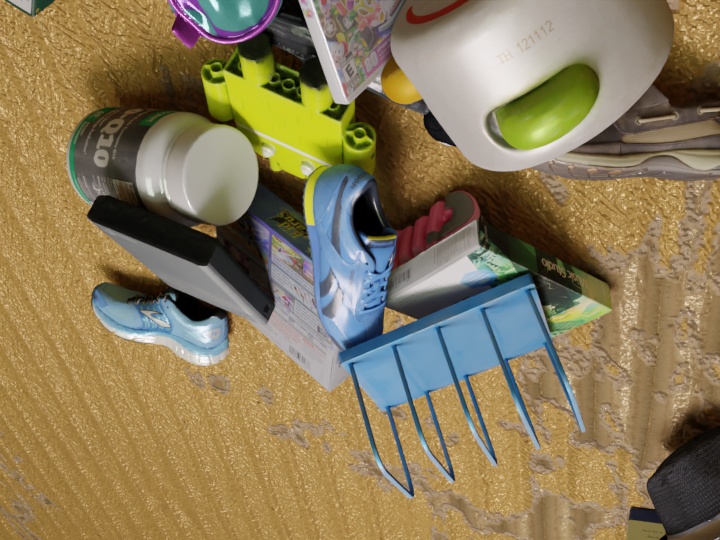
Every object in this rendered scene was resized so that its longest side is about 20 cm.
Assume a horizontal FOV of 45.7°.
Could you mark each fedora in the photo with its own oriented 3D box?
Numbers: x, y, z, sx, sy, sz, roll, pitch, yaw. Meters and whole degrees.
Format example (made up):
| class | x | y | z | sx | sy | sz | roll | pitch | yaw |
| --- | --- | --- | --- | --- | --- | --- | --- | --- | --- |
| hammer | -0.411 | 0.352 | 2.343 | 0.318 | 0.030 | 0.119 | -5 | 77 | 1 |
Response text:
| class | x | y | z | sx | sy | sz | roll | pitch | yaw |
| --- | --- | --- | --- | --- | --- | --- | --- | --- | --- |
| fedora | 0.388 | 0.232 | 0.938 | 0.092 | 0.199 | 0.201 | 56 | 139 | 15 |

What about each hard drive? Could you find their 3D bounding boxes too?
| class | x | y | z | sx | sy | sz | roll | pitch | yaw |
| --- | --- | --- | --- | --- | --- | --- | --- | --- | --- |
| hard drive | -0.176 | -0.007 | 0.879 | 0.138 | 0.033 | 0.200 | 21 | 166 | 17 |

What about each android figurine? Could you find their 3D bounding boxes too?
| class | x | y | z | sx | sy | sz | roll | pitch | yaw |
| --- | --- | --- | --- | --- | --- | --- | --- | --- | --- |
| android figurine | -0.066 | -0.141 | 0.813 | 0.180 | 0.041 | 0.201 | 26 | 159 | 7 |

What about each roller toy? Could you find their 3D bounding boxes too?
| class | x | y | z | sx | sy | sz | roll | pitch | yaw |
| --- | --- | --- | --- | --- | --- | --- | --- | --- | --- |
| roller toy | 0.118 | -0.181 | 0.625 | 0.140 | 0.183 | 0.199 | 47 | 168 | -24 |

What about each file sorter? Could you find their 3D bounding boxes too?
| class | x | y | z | sx | sy | sz | roll | pitch | yaw |
| --- | --- | --- | --- | --- | --- | --- | --- | --- | --- |
| file sorter | 0.103 | 0.120 | 0.829 | 0.197 | 0.124 | 0.139 | -23 | 146 | 8 |

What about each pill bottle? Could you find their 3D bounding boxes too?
| class | x | y | z | sx | sy | sz | roll | pitch | yaw |
| --- | --- | --- | --- | --- | --- | --- | --- | --- | --- |
| pill bottle | -0.202 | -0.106 | 0.871 | 0.198 | 0.113 | 0.114 | 12 | 139 | 40 |

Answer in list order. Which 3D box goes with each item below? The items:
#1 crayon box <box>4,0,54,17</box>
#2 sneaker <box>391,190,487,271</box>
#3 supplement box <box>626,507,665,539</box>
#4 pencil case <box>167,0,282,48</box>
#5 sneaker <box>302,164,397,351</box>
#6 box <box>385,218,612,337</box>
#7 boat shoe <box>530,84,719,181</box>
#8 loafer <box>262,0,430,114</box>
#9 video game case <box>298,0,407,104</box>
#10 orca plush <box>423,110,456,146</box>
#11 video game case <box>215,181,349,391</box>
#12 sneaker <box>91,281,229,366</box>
| class | x | y | z | sx | sy | sz | roll | pitch | yaw |
| --- | --- | --- | --- | --- | --- | --- | --- | --- | --- |
| crayon box | -0.214 | -0.325 | 0.653 | 0.058 | 0.173 | 0.201 | 30 | 138 | 0 |
| sneaker | 0.069 | -0.006 | 0.908 | 0.095 | 0.080 | 0.199 | 33 | 142 | -30 |
| supplement box | 0.425 | 0.428 | 1.051 | 0.197 | 0.201 | 0.136 | 0 | 132 | 25 |
| pencil case | -0.109 | -0.255 | 0.652 | 0.092 | 0.202 | 0.085 | -33 | 130 | 18 |
| sneaker | 0.000 | 0.000 | 0.802 | 0.078 | 0.066 | 0.203 | 15 | 123 | 42 |
| box | 0.138 | 0.024 | 0.866 | 0.198 | 0.037 | 0.144 | 20 | 145 | -34 |
| boat shoe | 0.221 | -0.113 | 0.696 | 0.196 | 0.075 | 0.074 | 1 | 179 | -10 |
| loafer | -0.021 | -0.192 | 0.762 | 0.197 | 0.068 | 0.071 | 18 | 123 | 4 |
| video game case | -0.004 | -0.251 | 0.645 | 0.018 | 0.143 | 0.202 | 14 | 139 | 38 |
| orca plush | 0.144 | -0.121 | 0.750 | 0.197 | 0.072 | 0.106 | 15 | 137 | 12 |
| video game case | -0.083 | 0.012 | 0.959 | 0.199 | 0.045 | 0.183 | 38 | 144 | 25 |
| sneaker | -0.260 | 0.049 | 1.133 | 0.197 | 0.079 | 0.091 | 18 | 118 | 5 |
